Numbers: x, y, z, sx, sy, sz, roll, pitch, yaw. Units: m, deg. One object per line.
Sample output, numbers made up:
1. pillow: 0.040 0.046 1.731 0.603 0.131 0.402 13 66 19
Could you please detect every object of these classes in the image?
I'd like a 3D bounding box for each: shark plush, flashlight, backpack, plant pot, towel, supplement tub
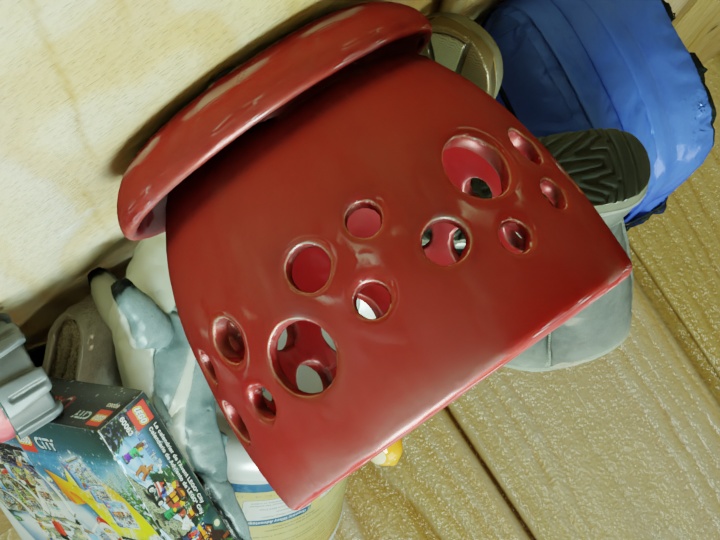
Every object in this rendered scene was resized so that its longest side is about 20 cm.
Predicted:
1. shark plush: -0.091 0.065 1.227 0.083 0.201 0.091 -16 177 -16
2. flashlight: -0.263 0.100 1.161 0.200 0.068 0.068 -32 -153 -10
3. backpack: 0.120 -0.087 1.329 0.167 0.163 0.200 -28 176 -25
4. plant pot: 0.001 -0.016 1.003 0.200 0.183 0.200 -33 177 -2
5. towel: -0.160 0.071 1.375 0.132 0.034 0.201 -38 155 -45
6. supplement tub: -0.078 0.118 1.378 0.144 0.145 0.200 -32 152 -27

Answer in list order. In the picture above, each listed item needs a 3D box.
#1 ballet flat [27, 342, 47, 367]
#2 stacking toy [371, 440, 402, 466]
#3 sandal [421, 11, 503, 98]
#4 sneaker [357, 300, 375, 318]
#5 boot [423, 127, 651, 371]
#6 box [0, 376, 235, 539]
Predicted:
1. ballet flat: -0.184 0.068 1.442 0.064 0.067 0.200 -44 172 31
2. stacking toy: -0.033 0.052 1.467 0.110 0.200 0.116 -32 180 -24
3. sandal: 0.040 -0.101 1.223 0.054 0.080 0.200 -56 -178 -26
4. sneaker: 0.000 0.000 1.371 0.080 0.201 0.076 -24 -147 -17
5. boot: 0.083 -0.006 1.249 0.181 0.073 0.200 -1 157 -3
6. box: -0.161 0.127 1.254 0.038 0.137 0.200 -42 -154 -29
